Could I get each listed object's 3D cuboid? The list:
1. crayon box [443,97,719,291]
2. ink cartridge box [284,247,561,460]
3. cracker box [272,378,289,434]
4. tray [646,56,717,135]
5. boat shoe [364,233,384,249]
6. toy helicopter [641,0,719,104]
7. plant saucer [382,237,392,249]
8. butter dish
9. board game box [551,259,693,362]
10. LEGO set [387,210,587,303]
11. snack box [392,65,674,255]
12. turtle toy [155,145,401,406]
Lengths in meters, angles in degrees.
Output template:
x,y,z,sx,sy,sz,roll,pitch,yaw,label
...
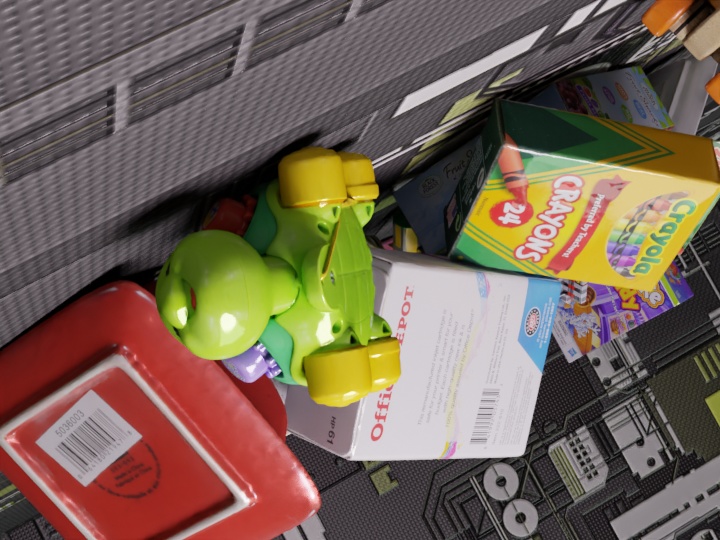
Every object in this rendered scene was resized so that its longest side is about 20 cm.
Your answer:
x,y,z,sx,sy,sz,roll,pitch,yaw,label
0.173,-0.050,1.060,0.198,0.051,0.127,8,139,-13,crayon box
0.048,0.062,1.097,0.084,0.146,0.199,18,-172,43,ink cartridge box
-0.111,0.115,1.180,0.199,0.058,0.134,-26,-171,8,cracker box
0.248,-0.116,1.278,0.107,0.022,0.201,-24,-149,46,tray
0.000,0.000,1.277,0.073,0.070,0.200,-8,173,5,boat shoe
0.280,-0.202,0.956,0.200,0.079,0.132,-39,175,-45,toy helicopter
-0.019,0.029,1.560,0.199,0.051,0.201,-29,174,-3,plant saucer
-0.133,0.088,0.972,0.199,0.200,0.148,-31,-162,32,butter dish
0.217,-0.030,1.431,0.134,0.201,0.045,-32,173,32,board game box
0.122,-0.003,1.355,0.153,0.117,0.199,23,-143,33,LEGO set
0.144,-0.091,1.187,0.168,0.068,0.200,-33,173,30,snack box
-0.046,0.007,0.832,0.100,0.147,0.200,-8,180,15,turtle toy
